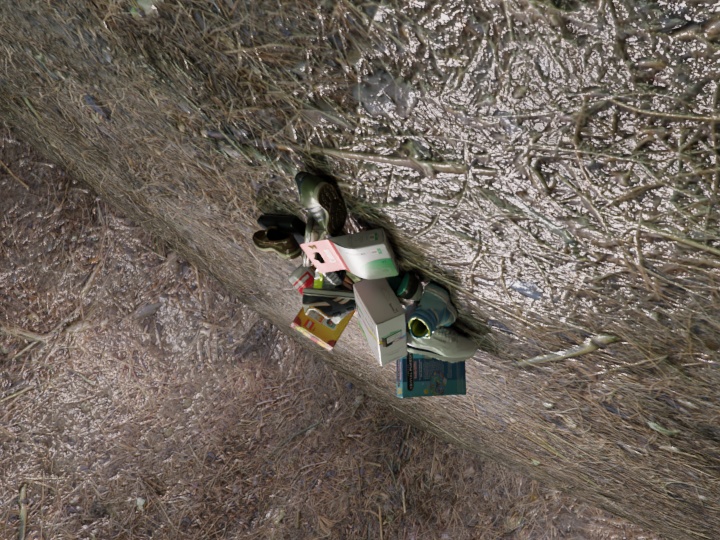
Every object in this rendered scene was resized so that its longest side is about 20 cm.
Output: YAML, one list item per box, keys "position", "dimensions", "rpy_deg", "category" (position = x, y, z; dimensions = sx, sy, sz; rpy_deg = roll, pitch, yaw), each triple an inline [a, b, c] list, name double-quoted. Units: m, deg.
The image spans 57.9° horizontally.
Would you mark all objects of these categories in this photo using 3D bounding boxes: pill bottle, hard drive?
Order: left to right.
- position: [-0.193, -0.102, 1.833]
  dimensions: [0.140, 0.033, 0.200]
  rpy_deg: [42, 162, -32]
  category: "hard drive"
- position: [-0.111, 0.059, 1.944]
  dimensions: [0.200, 0.112, 0.112]
  rpy_deg: [47, 164, -2]
  category: "pill bottle"

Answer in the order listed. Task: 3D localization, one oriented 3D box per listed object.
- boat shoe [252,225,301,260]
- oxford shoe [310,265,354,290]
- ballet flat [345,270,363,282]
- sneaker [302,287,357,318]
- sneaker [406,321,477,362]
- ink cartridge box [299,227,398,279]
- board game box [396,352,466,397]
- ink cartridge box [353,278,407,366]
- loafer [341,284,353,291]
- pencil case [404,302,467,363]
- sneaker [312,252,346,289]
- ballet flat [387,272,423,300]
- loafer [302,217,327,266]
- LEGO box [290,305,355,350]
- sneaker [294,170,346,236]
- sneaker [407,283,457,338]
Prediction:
- position: [-0.234, -0.092, 1.784]
  dimensions: [0.202, 0.075, 0.075]
  rpy_deg: [18, 136, 44]
  category: "boat shoe"
- position: [-0.065, -0.012, 1.834]
  dimensions: [0.200, 0.071, 0.071]
  rpy_deg: [20, 136, 32]
  category: "oxford shoe"
- position: [0.000, 0.000, 1.725]
  dimensions: [0.200, 0.070, 0.069]
  rpy_deg: [33, 165, -1]
  category: "ballet flat"
- position: [-0.059, 0.091, 1.763]
  dimensions: [0.199, 0.080, 0.078]
  rpy_deg: [4, -179, 3]
  category: "sneaker"
- position: [0.211, 0.183, 1.713]
  dimensions: [0.199, 0.076, 0.081]
  rpy_deg: [7, 120, 3]
  category: "sneaker"
- position: [-0.023, -0.026, 1.523]
  dimensions: [0.199, 0.050, 0.161]
  rpy_deg: [-12, 151, 11]
  category: "ink cartridge box"
- position: [0.201, 0.281, 1.857]
  dimensions: [0.199, 0.152, 0.047]
  rpy_deg: [1, 174, -18]
  category: "board game box"
- position: [0.052, 0.126, 1.671]
  dimensions: [0.200, 0.084, 0.145]
  rpy_deg: [82, 162, -51]
  category: "ink cartridge box"
- position: [-0.011, 0.064, 1.832]
  dimensions: [0.199, 0.071, 0.073]
  rpy_deg: [7, 116, 19]
  category: "loafer"
- position: [0.205, 0.171, 1.804]
  dimensions: [0.200, 0.091, 0.083]
  rpy_deg: [34, 130, -9]
  category: "pencil case"
- position: [-0.075, -0.006, 1.677]
  dimensions: [0.081, 0.074, 0.200]
  rpy_deg: [12, 158, -2]
  category: "sneaker"
- position: [0.118, 0.042, 1.628]
  dimensions: [0.068, 0.068, 0.200]
  rpy_deg: [25, 176, -11]
  category: "ballet flat"
- position: [-0.116, -0.064, 1.695]
  dimensions: [0.063, 0.072, 0.200]
  rpy_deg: [9, 151, -3]
  category: "loafer"
- position: [-0.101, 0.125, 2.035]
  dimensions: [0.149, 0.200, 0.077]
  rpy_deg: [33, 164, -1]
  category: "LEGO box"
- position: [-0.092, -0.153, 1.438]
  dimensions: [0.090, 0.067, 0.200]
  rpy_deg: [34, 166, 21]
  category: "sneaker"
- position: [0.175, 0.125, 1.631]
  dimensions: [0.079, 0.131, 0.200]
  rpy_deg: [23, 163, 29]
  category: "sneaker"
